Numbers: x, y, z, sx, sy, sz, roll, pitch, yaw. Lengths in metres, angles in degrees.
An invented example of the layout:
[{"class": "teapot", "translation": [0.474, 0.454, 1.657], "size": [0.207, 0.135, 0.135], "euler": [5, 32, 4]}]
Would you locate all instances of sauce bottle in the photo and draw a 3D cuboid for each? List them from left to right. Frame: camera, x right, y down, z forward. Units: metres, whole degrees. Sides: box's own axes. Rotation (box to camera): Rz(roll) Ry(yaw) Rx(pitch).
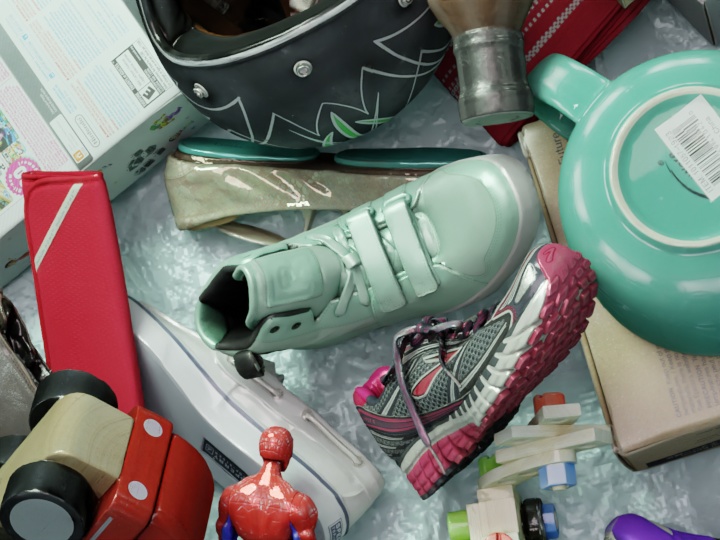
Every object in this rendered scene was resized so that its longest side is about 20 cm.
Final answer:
[{"class": "sauce bottle", "translation": [0.063, -0.179, 1.454], "size": [0.065, 0.065, 0.200], "euler": [-9, 86, 10]}]

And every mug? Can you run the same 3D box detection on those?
[{"class": "mug", "translation": [0.166, -0.041, 1.433], "size": [0.185, 0.114, 0.152], "euler": [5, 77, 13]}]

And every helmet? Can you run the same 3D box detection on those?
[{"class": "helmet", "translation": [-0.035, -0.164, 1.529], "size": [0.200, 0.200, 0.191], "euler": [-23, 86, 5]}]

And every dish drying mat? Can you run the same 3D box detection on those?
[{"class": "dish drying mat", "translation": [-0.157, 0.042, 1.552], "size": [0.077, 0.018, 0.200], "euler": [2, 102, 43]}]

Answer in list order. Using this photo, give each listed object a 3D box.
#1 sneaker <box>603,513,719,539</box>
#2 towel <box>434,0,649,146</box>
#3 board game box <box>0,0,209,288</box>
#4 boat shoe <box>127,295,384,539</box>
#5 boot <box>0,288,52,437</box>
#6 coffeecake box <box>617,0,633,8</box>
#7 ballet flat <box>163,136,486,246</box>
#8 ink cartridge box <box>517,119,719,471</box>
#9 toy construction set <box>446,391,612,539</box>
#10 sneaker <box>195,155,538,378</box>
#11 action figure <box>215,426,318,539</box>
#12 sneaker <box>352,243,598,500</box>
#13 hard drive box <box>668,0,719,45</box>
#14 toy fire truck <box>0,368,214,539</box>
[{"class": "sneaker", "translation": [0.233, 0.170, 1.472], "size": [0.200, 0.070, 0.100], "euler": [30, 83, 9]}, {"class": "towel", "translation": [0.069, -0.189, 1.594], "size": [0.200, 0.022, 0.145], "euler": [49, 114, 19]}, {"class": "board game box", "translation": [-0.209, -0.095, 1.616], "size": [0.200, 0.064, 0.148], "euler": [-38, 72, 8]}, {"class": "boat shoe", "translation": [-0.072, 0.079, 1.563], "size": [0.200, 0.074, 0.065], "euler": [44, 57, 11]}, {"class": "boot", "translation": [-0.266, 0.070, 1.580], "size": [0.174, 0.069, 0.200], "euler": [-42, 82, 16]}, {"class": "coffeecake box", "translation": [0.172, -0.274, 1.509], "size": [0.200, 0.073, 0.154], "euler": [-40, 70, 0]}, {"class": "ballet flat", "translation": [-0.018, -0.043, 1.588], "size": [0.200, 0.067, 0.062], "euler": [4, 103, 17]}, {"class": "ink cartridge box", "translation": [0.197, -0.007, 1.517], "size": [0.165, 0.075, 0.200], "euler": [-18, 74, 9]}, {"class": "toy construction set", "translation": [0.085, 0.167, 1.468], "size": [0.092, 0.131, 0.200], "euler": [5, 77, 12]}, {"class": "sneaker", "translation": [0.000, 0.000, 1.485], "size": [0.200, 0.118, 0.074], "euler": [-29, 79, 35]}, {"class": "action figure", "translation": [-0.051, 0.184, 1.504], "size": [0.065, 0.052, 0.200], "euler": [8, 105, 23]}, {"class": "sneaker", "translation": [0.056, 0.048, 1.442], "size": [0.075, 0.200, 0.081], "euler": [46, 47, 8]}, {"class": "hard drive box", "translation": [0.226, -0.258, 1.572], "size": [0.200, 0.077, 0.156], "euler": [-42, 71, 0]}, {"class": "toy fire truck", "translation": [-0.128, 0.181, 1.481], "size": [0.200, 0.176, 0.129], "euler": [29, 39, -17]}]
